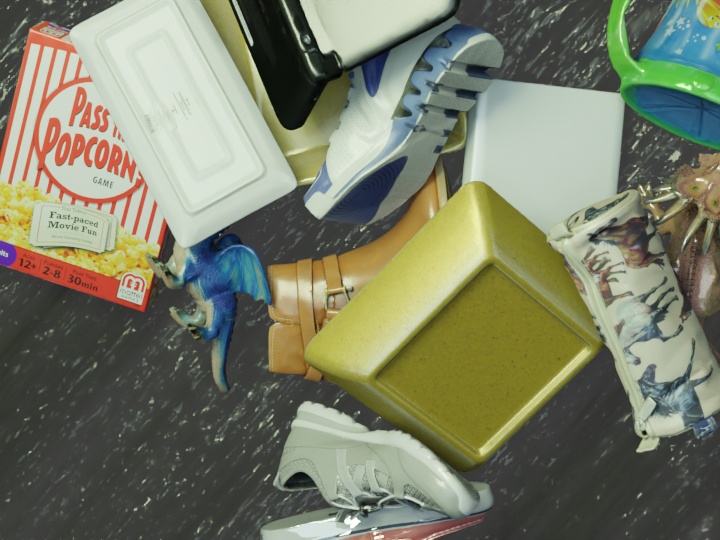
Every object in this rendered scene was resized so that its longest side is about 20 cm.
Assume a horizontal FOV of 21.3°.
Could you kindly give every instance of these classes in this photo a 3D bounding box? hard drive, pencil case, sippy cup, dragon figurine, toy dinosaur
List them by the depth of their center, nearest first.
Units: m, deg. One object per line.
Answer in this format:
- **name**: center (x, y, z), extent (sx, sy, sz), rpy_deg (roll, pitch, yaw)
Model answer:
- **pencil case**: center (0.212, 0.035, 1.464), extent (0.077, 0.089, 0.201), rpy_deg (-13, 109, 45)
- **toy dinosaur**: center (0.266, -0.007, 1.517), extent (0.085, 0.136, 0.202), rpy_deg (-2, 92, 4)
- **sippy cup**: center (0.291, -0.178, 1.521), extent (0.139, 0.178, 0.131), rpy_deg (16, 80, 38)
- **hard drive**: center (0.145, -0.050, 1.559), extent (0.131, 0.026, 0.202), rpy_deg (4, 92, -18)
- **dragon figurine**: center (-0.109, 0.007, 1.559), extent (0.099, 0.059, 0.201), rpy_deg (-29, 113, -14)

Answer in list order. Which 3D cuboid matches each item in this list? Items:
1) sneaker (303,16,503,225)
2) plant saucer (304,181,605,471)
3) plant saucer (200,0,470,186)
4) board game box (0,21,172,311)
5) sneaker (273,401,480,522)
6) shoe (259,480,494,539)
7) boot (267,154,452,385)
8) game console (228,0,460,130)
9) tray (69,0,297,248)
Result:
- **sneaker**: center (0.019, -0.139, 1.518), extent (0.200, 0.080, 0.115), rpy_deg (-51, 57, 21)
- **plant saucer**: center (0.091, 0.060, 1.503), extent (0.200, 0.049, 0.200), rpy_deg (-46, 122, 12)
- **plant saucer**: center (-0.024, -0.177, 1.578), extent (0.198, 0.048, 0.202), rpy_deg (-12, 90, 5)
- **board game box**: center (-0.219, -0.085, 1.574), extent (0.150, 0.046, 0.202), rpy_deg (17, 107, 3)
- **sneaker**: center (0.013, 0.172, 1.530), extent (0.199, 0.075, 0.082), rpy_deg (14, 70, 46)
- **shoe**: center (0.020, 0.236, 1.577), extent (0.198, 0.071, 0.092), rpy_deg (-13, 93, 9)
- **boot**: center (0.000, 0.000, 1.571), extent (0.153, 0.074, 0.202), rpy_deg (4, 89, 8)
- **game console**: center (-0.029, -0.238, 1.480), extent (0.116, 0.176, 0.201), rpy_deg (-18, 78, -19)
- **tray**: center (-0.142, -0.129, 1.508), extent (0.107, 0.022, 0.201), rpy_deg (-29, 84, -1)
